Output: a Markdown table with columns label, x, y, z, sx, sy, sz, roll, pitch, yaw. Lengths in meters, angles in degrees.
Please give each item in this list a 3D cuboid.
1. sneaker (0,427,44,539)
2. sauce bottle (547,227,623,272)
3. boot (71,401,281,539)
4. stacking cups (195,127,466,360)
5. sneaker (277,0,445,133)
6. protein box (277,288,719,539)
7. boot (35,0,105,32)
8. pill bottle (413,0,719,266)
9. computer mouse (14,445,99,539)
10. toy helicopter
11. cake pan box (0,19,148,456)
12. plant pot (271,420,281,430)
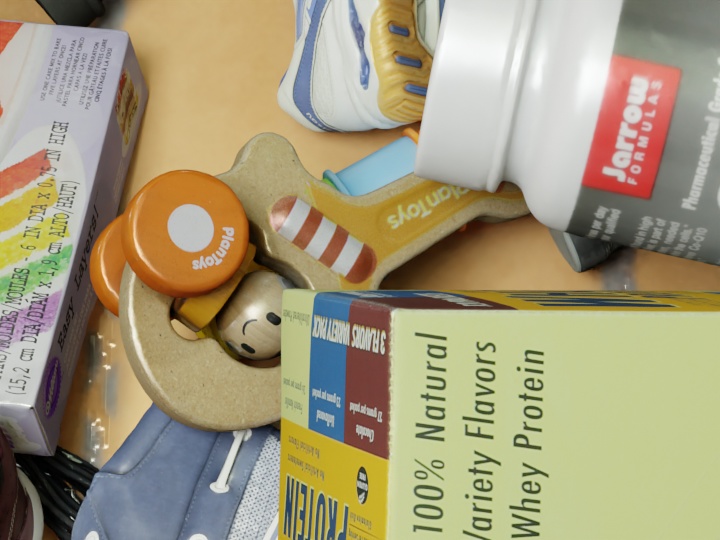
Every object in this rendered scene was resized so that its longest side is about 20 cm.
| label | x | y | z | sx | sy | sz | roll | pitch | yaw |
| --- | --- | --- | --- | --- | --- | --- | --- | --- | --- |
| sneaker | -0.194 | 0.125 | 0.779 | 0.075 | 0.116 | 0.200 | 25 | 58 | 13 |
| sauce bottle | 0.170 | -0.062 | 0.896 | 0.199 | 0.065 | 0.065 | -25 | 72 | -4 |
| boot | -0.082 | 0.140 | 0.810 | 0.090 | 0.073 | 0.200 | 25 | 58 | 7 |
| stacking cups | 0.015 | -0.026 | 0.907 | 0.199 | 0.061 | 0.061 | -28 | 72 | -10 |
| sneaker | -0.002 | -0.157 | 0.928 | 0.088 | 0.075 | 0.201 | -12 | 65 | 43 |
| protein box | 0.082 | 0.108 | 0.751 | 0.199 | 0.135 | 0.199 | 1 | 92 | -17 |
| boot | -0.132 | -0.225 | 0.964 | 0.158 | 0.079 | 0.211 | -41 | 84 | -1 |
| pill bottle | 0.126 | -0.061 | 0.797 | 0.199 | 0.114 | 0.114 | 12 | 73 | 2 |
| computer mouse | -0.208 | 0.122 | 0.877 | 0.200 | 0.046 | 0.140 | -43 | 75 | -9 |
| toy helicopter | 0.000 | 0.000 | 0.839 | 0.200 | 0.079 | 0.133 | -29 | 88 | -22 |
| cake pan box | -0.201 | -0.019 | 0.901 | 0.183 | 0.052 | 0.201 | 6 | 59 | 9 |
| plant pot | -0.008 | 0.136 | 0.866 | 0.199 | 0.027 | 0.201 | -1 | 72 | 4 |
